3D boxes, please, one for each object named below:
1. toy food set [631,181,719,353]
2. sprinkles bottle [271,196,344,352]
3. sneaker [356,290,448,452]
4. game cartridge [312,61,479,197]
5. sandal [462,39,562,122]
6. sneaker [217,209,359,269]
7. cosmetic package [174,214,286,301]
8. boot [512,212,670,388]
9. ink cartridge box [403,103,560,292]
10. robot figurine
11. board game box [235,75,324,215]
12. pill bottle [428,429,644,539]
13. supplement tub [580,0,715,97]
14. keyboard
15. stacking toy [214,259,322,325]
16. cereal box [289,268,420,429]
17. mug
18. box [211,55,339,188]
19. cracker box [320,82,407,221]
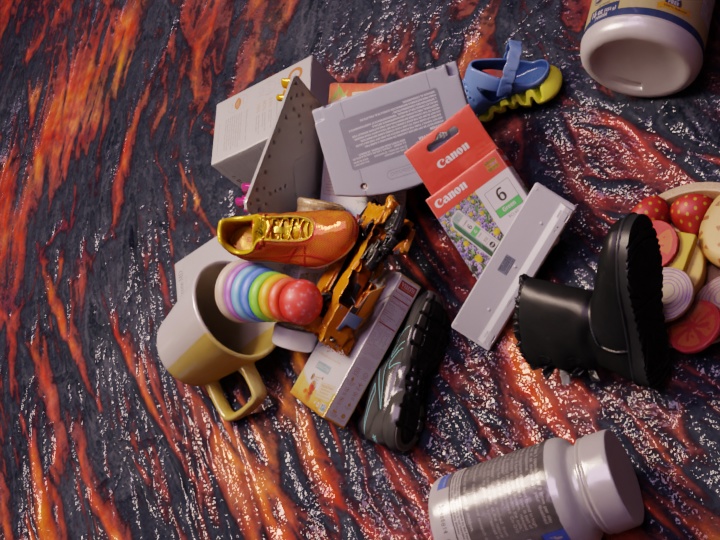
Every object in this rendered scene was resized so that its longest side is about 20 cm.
[{"bbox_3d":[0.354,-0.008,1.018,0.198,0.048,0.201,14,75,42],"label":"toy food set"},{"bbox_3d":[-0.072,0.005,1.292,0.067,0.068,0.205,14,96,42],"label":"sprinkles bottle"},{"bbox_3d":[0.048,0.118,1.172,0.078,0.075,0.204,4,68,42],"label":"sneaker"},{"bbox_3d":[0.047,-0.171,1.213,0.196,0.040,0.136,-16,89,12],"label":"game cartridge"},{"bbox_3d":[0.165,-0.247,1.275,0.197,0.087,0.080,-23,39,26],"label":"sandal"},{"bbox_3d":[-0.093,-0.040,1.191,0.196,0.077,0.075,-7,75,27],"label":"sneaker"},{"bbox_3d":[-0.186,-0.004,1.432,0.198,0.074,0.103,-31,49,20],"label":"cosmetic package"},{"bbox_3d":[0.235,0.031,1.000,0.161,0.202,0.073,10,33,44],"label":"boot"},{"bbox_3d":[0.143,-0.089,1.155,0.108,0.050,0.202,-34,88,17],"label":"ink cartridge box"},{"bbox_3d":[0.000,0.000,1.192,0.202,0.058,0.145,-59,21,-2],"label":"robot figurine"},{"bbox_3d":[-0.086,-0.134,1.335,0.025,0.200,0.204,9,70,30],"label":"board game box"},{"bbox_3d":[0.178,0.239,0.970,0.197,0.113,0.116,-25,52,26],"label":"pill bottle"},{"bbox_3d":[0.351,-0.328,1.138,0.142,0.144,0.204,3,67,39],"label":"supplement tub"},{"bbox_3d":[0.180,-0.003,1.127,0.056,0.011,0.202,32,104,12],"label":"keyboard"},{"bbox_3d":[-0.110,0.031,1.212,0.199,0.085,0.087,4,66,57],"label":"stacking toy"},{"bbox_3d":[-0.009,0.091,1.222,0.203,0.039,0.143,-62,20,-7],"label":"cereal box"},{"bbox_3d":[-0.213,0.104,1.341,0.153,0.148,0.190,-37,41,37],"label":"mug"},{"bbox_3d":[-0.128,-0.226,1.496,0.197,0.097,0.127,-20,54,30],"label":"box"},{"bbox_3d":[0.007,-0.151,1.305,0.133,0.057,0.205,14,101,51],"label":"cracker box"}]
